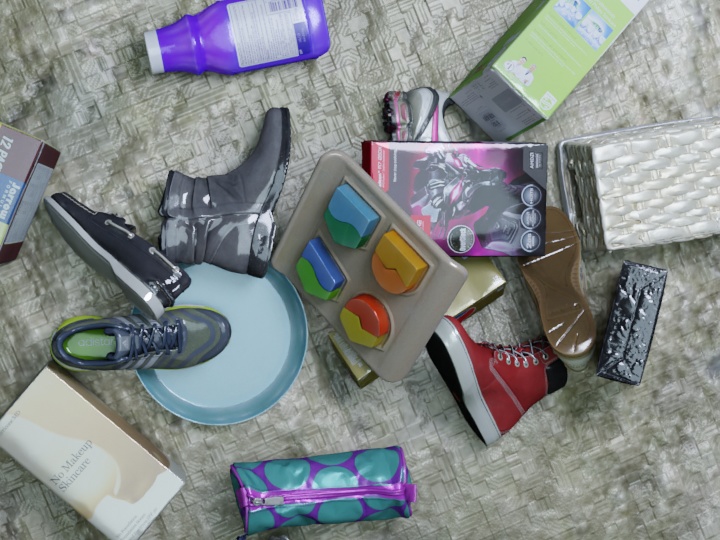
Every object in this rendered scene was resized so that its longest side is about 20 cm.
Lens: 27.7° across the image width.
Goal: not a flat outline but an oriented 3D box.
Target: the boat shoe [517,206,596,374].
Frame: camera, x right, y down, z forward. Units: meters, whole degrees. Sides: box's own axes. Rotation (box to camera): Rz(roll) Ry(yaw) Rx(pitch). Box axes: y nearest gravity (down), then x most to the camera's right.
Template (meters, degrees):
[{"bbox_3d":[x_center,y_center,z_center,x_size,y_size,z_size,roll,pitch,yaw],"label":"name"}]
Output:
[{"bbox_3d":[0.219,0.020,1.634,0.073,0.063,0.201,-10,57,7],"label":"boat shoe"}]

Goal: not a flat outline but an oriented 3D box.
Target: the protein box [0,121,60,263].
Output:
[{"bbox_3d":[-0.432,-0.104,1.500,0.198,0.200,0.135,23,89,-8],"label":"protein box"}]

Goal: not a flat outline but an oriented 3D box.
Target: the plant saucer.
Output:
[{"bbox_3d":[-0.159,0.072,1.629,0.199,0.027,0.201,0,91,-7],"label":"plant saucer"}]

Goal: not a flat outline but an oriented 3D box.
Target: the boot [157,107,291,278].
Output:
[{"bbox_3d":[-0.150,-0.096,1.594,0.131,0.070,0.201,11,76,-4],"label":"boot"}]

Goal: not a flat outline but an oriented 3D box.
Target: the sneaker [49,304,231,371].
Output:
[{"bbox_3d":[-0.237,0.079,1.564,0.199,0.081,0.074,-8,93,-4],"label":"sneaker"}]

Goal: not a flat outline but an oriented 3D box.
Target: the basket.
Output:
[{"bbox_3d":[0.337,-0.098,1.639,0.199,0.123,0.136,-10,94,-8],"label":"basket"}]

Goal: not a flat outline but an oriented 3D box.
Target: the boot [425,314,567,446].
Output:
[{"bbox_3d":[0.159,0.090,1.615,0.144,0.072,0.200,-36,134,-6],"label":"boot"}]

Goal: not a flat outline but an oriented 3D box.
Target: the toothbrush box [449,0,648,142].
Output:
[{"bbox_3d":[0.207,-0.246,1.589,0.086,0.146,0.200,42,74,-7],"label":"toothbrush box"}]

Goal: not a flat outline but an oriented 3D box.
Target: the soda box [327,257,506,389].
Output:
[{"bbox_3d":[0.063,0.049,1.629,0.200,0.068,0.064,-33,77,-5],"label":"soda box"}]

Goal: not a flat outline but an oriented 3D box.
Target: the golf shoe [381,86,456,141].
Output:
[{"bbox_3d":[0.080,-0.105,1.631,0.092,0.073,0.201,-6,93,-9],"label":"golf shoe"}]

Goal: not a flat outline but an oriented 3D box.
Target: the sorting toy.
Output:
[{"bbox_3d":[0.000,0.000,1.531,0.200,0.185,0.036,43,42,16],"label":"sorting toy"}]

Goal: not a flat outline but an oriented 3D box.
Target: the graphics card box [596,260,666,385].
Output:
[{"bbox_3d":[0.298,0.059,1.594,0.051,0.200,0.126,14,91,10],"label":"graphics card box"}]

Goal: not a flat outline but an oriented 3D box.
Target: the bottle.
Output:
[{"bbox_3d":[-0.136,-0.257,1.601,0.199,0.065,0.084,-13,97,-7],"label":"bottle"}]

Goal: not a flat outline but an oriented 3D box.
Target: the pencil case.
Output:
[{"bbox_3d":[-0.042,0.245,1.617,0.199,0.092,0.085,-5,92,-8],"label":"pencil case"}]

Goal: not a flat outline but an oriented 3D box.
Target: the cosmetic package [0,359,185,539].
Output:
[{"bbox_3d":[-0.297,0.201,1.593,0.200,0.071,0.105,40,87,-7],"label":"cosmetic package"}]

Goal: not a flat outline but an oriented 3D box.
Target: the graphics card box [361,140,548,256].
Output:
[{"bbox_3d":[0.101,-0.077,1.573,0.199,0.051,0.126,0,95,-11],"label":"graphics card box"}]

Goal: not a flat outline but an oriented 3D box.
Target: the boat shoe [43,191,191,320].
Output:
[{"bbox_3d":[-0.263,-0.027,1.566,0.060,0.074,0.200,-41,60,-19],"label":"boat shoe"}]

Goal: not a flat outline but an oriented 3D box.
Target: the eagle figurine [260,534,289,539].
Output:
[{"bbox_3d":[-0.024,0.373,1.606,0.199,0.151,0.152,21,119,-20],"label":"eagle figurine"}]
